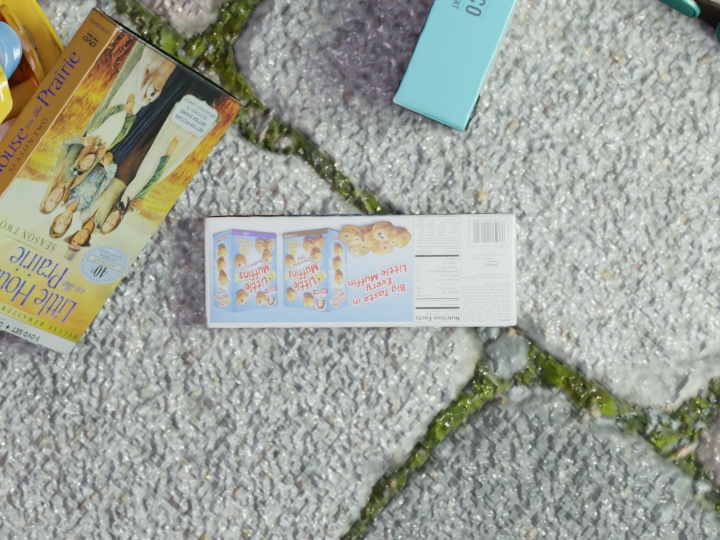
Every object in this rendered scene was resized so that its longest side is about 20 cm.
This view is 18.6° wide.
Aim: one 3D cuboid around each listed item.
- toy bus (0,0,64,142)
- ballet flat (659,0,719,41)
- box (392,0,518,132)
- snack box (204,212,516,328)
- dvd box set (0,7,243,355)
[{"bbox_3d":[-0.266,-0.108,1.316,0.199,0.192,0.136,-28,87,-13],"label":"toy bus"},{"bbox_3d":[0.232,-0.176,1.365,0.200,0.068,0.067,35,87,-2],"label":"ballet flat"},{"bbox_3d":[0.080,-0.187,1.361,0.049,0.082,0.201,22,94,2],"label":"box"},{"bbox_3d":[0.000,0.000,1.405,0.199,0.024,0.072,0,95,2],"label":"snack box"},{"bbox_3d":[-0.173,-0.050,1.354,0.029,0.146,0.200,38,94,32],"label":"dvd box set"}]
